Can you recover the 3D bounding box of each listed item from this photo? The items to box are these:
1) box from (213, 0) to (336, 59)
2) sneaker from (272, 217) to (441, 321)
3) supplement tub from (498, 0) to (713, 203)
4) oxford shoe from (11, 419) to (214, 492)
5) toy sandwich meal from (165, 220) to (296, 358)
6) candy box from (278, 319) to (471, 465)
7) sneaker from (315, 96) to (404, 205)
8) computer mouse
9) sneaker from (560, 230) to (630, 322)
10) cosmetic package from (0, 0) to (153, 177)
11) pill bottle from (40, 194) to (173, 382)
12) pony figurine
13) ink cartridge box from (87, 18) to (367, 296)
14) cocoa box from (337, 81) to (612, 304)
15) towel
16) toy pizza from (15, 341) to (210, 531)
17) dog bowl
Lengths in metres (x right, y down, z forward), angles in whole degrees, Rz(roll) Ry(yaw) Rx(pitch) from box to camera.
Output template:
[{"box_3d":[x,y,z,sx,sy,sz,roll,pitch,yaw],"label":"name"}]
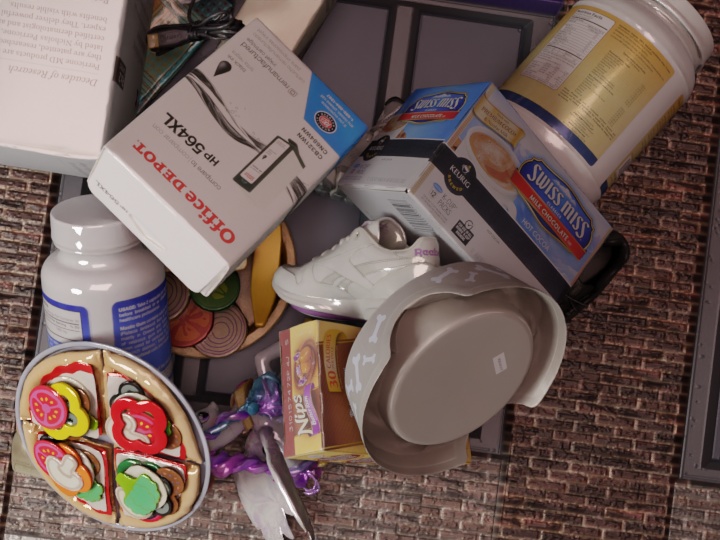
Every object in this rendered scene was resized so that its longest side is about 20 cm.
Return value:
[{"box_3d":[-0.092,-0.226,1.086,0.068,0.082,0.200,31,88,0],"label":"box"},{"box_3d":[0.000,0.000,1.007,0.075,0.200,0.100,6,91,-47],"label":"sneaker"},{"box_3d":[0.230,-0.176,1.067,0.144,0.144,0.200,42,86,0],"label":"supplement tub"},{"box_3d":[-0.243,0.192,1.076,0.200,0.071,0.074,20,109,0],"label":"oxford shoe"},{"box_3d":[-0.154,-0.013,1.077,0.205,0.070,0.206,0,87,-3],"label":"toy sandwich meal"},{"box_3d":[0.017,0.119,1.017,0.200,0.056,0.117,12,67,-43],"label":"candy box"},{"box_3d":[-0.006,-0.128,1.096,0.200,0.075,0.116,21,82,-12],"label":"sneaker"},{"box_3d":[-0.142,-0.287,1.072,0.110,0.044,0.200,-11,52,31],"label":"computer mouse"},{"box_3d":[0.183,0.026,1.082,0.076,0.091,0.200,44,88,-8],"label":"sneaker"},{"box_3d":[-0.291,-0.198,1.011,0.165,0.165,0.200,8,87,-4],"label":"cosmetic package"},{"box_3d":[-0.234,0.036,1.016,0.112,0.112,0.200,0,114,-3],"label":"pill bottle"},{"box_3d":[-0.075,0.164,1.046,0.200,0.167,0.193,-34,90,-25],"label":"pony figurine"},{"box_3d":[-0.114,-0.100,0.964,0.146,0.084,0.200,44,60,-5],"label":"ink cartridge box"},{"box_3d":[0.107,-0.059,1.021,0.200,0.133,0.131,45,75,-25],"label":"cocoa box"},{"box_3d":[-0.246,-0.241,1.109,0.147,0.022,0.200,42,86,-1],"label":"towel"},{"box_3d":[-0.228,0.156,0.984,0.200,0.032,0.201,9,117,17],"label":"toy pizza"},{"box_3d":[0.076,0.079,0.928,0.200,0.200,0.059,-37,47,-4],"label":"dog bowl"}]
